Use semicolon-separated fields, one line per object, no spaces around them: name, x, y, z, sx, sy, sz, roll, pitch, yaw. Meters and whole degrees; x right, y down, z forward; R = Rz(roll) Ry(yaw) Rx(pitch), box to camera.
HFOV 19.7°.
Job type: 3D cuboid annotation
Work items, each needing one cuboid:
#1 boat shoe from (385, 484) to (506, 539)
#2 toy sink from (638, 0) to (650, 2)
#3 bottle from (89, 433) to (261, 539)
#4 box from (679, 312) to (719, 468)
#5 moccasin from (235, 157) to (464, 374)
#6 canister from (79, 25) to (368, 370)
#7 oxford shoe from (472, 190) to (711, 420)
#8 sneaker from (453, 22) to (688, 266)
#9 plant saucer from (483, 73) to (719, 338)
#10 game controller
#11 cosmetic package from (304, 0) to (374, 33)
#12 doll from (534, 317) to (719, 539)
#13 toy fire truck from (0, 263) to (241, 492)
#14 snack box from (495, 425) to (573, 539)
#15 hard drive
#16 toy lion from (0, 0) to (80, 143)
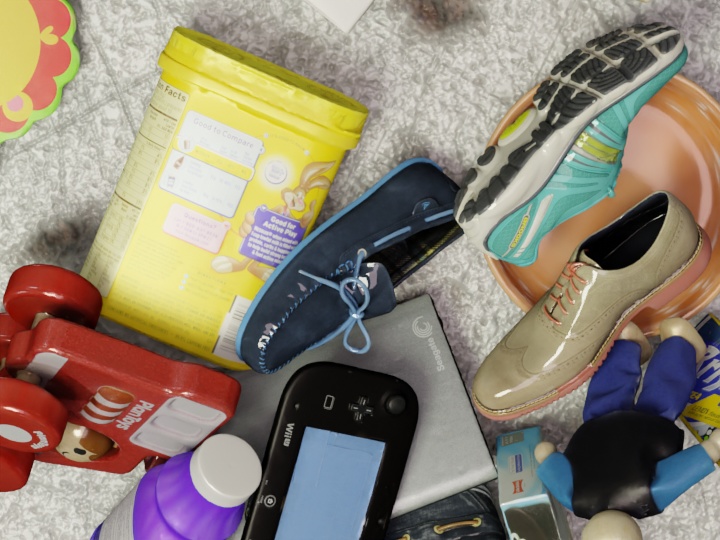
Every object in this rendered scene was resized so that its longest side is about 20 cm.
boat shoe;0.014;0.224;1.476;0.200;0.091;0.071;-30;128;3
toy sink;0.223;-0.283;1.385;0.200;0.130;0.112;-44;98;5
bottle;-0.130;0.176;1.428;0.065;0.084;0.200;15;142;-23
box;0.267;0.105;1.414;0.070;0.200;0.064;-45;112;6
moccasin;0.000;0.000;1.417;0.068;0.081;0.200;37;72;24
canister;-0.100;-0.048;1.439;0.148;0.087;0.201;23;100;-5
oxford shoe;0.146;0.019;1.416;0.200;0.070;0.075;-43;138;-3
sneaker;0.150;-0.088;1.420;0.200;0.078;0.080;-46;119;9
plant saucer;0.179;-0.050;1.471;0.199;0.037;0.201;0;101;-2
game controller;-0.028;0.162;1.418;0.104;0.042;0.201;13;95;-34
cosmetic package;0.022;-0.263;1.394;0.085;0.108;0.200;37;95;-6
doll;0.184;0.115;1.384;0.136;0.201;0.049;-3;132;25
toy fire truck;-0.187;0.094;1.419;0.167;0.200;0.113;22;59;-14
snack box;0.138;0.224;1.463;0.037;0.116;0.201;-15;107;7
hard drive;-0.017;0.117;1.477;0.199;0.033;0.140;-21;81;2
toy lion;-0.291;-0.134;1.436;0.190;0.069;0.201;4;100;-10
